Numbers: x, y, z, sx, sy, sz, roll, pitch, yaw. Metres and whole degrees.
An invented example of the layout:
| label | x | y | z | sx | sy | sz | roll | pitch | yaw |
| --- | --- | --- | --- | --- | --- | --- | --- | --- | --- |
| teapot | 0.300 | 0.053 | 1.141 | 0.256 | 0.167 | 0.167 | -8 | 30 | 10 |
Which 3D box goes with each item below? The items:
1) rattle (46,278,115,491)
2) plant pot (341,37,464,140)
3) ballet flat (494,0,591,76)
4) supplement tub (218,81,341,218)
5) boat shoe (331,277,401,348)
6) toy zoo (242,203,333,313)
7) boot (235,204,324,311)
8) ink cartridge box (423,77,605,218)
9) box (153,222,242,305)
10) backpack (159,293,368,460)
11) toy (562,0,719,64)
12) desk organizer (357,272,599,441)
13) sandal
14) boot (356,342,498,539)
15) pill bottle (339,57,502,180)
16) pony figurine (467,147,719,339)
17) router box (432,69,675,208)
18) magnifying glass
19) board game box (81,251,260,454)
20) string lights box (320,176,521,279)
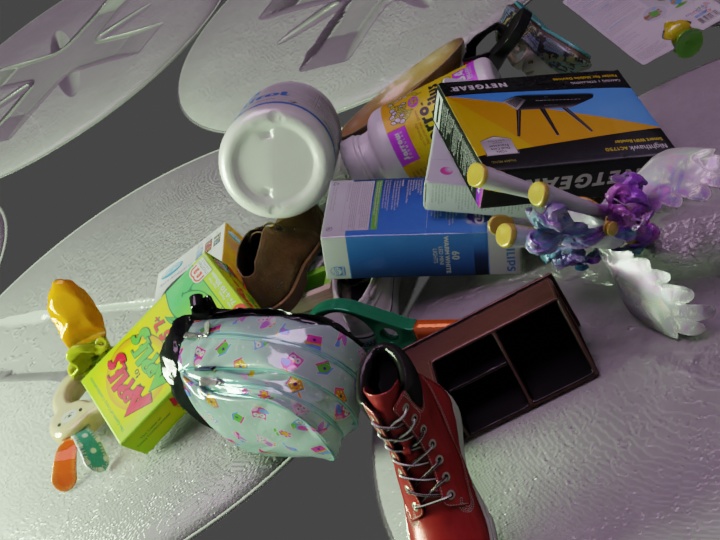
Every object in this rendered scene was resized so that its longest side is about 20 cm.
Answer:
| label | x | y | z | sx | sy | sz | roll | pitch | yaw |
| --- | --- | --- | --- | --- | --- | --- | --- | --- | --- |
| rattle | -0.322 | 0.126 | 1.443 | 0.130 | 0.143 | 0.200 | 4 | 39 | 20 |
| plant pot | 0.057 | -0.220 | 1.615 | 0.200 | 0.027 | 0.200 | -38 | 11 | 9 |
| ballet flat | 0.217 | -0.265 | 1.558 | 0.074 | 0.074 | 0.200 | -32 | 30 | 2 |
| supplement tub | -0.090 | -0.145 | 1.501 | 0.132 | 0.132 | 0.200 | -28 | 14 | 9 |
| boat shoe | 0.000 | 0.000 | 1.379 | 0.072 | 0.066 | 0.200 | -22 | 33 | 19 |
| toy zoo | -0.076 | -0.016 | 1.514 | 0.131 | 0.020 | 0.200 | -21 | 34 | 21 |
| boot | -0.091 | -0.035 | 1.462 | 0.074 | 0.076 | 0.200 | -23 | 29 | 25 |
| ink cartridge box | 0.173 | -0.126 | 1.328 | 0.200 | 0.043 | 0.197 | 5 | 40 | 6 |
| box | -0.194 | 0.026 | 1.529 | 0.119 | 0.041 | 0.200 | -36 | 31 | 20 |
| backpack | -0.081 | 0.109 | 1.243 | 0.200 | 0.167 | 0.127 | 0 | 61 | 38 |
| toy | 0.333 | -0.293 | 1.492 | 0.115 | 0.047 | 0.200 | -31 | 35 | -1 |
| desk organizer | 0.105 | 0.092 | 1.155 | 0.200 | 0.072 | 0.077 | -28 | 34 | 10 |
| sandal | 0.152 | -0.265 | 1.531 | 0.075 | 0.045 | 0.200 | -65 | 4 | -17 |
| boot | 0.046 | 0.161 | 1.005 | 0.072 | 0.144 | 0.200 | -21 | 58 | 13 |
| pill bottle | 0.080 | -0.159 | 1.487 | 0.200 | 0.104 | 0.104 | -26 | 32 | 14 |
| pony figurine | 0.217 | -0.042 | 1.133 | 0.193 | 0.200 | 0.167 | 26 | 107 | 61 |
| router box | 0.188 | -0.133 | 1.265 | 0.200 | 0.051 | 0.149 | -7 | 43 | -15 |
| magnifying glass | 0.038 | 0.060 | 1.269 | 0.200 | 0.080 | 0.022 | -1 | 41 | 27 |
| board game box | -0.198 | 0.088 | 1.376 | 0.200 | 0.048 | 0.102 | -46 | 56 | 6 |
| string lights box | 0.065 | -0.046 | 1.323 | 0.200 | 0.059 | 0.103 | -1 | 39 | 8 |
